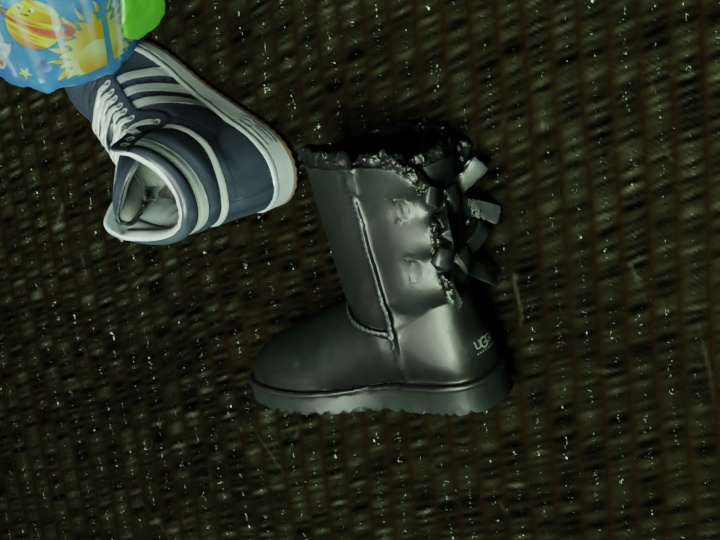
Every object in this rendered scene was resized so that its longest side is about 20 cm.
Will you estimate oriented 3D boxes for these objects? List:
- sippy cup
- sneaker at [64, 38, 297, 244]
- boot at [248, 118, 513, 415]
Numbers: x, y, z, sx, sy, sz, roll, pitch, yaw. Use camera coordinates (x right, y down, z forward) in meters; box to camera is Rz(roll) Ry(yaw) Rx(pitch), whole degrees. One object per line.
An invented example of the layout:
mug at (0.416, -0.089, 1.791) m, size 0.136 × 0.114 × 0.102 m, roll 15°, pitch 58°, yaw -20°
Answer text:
sippy cup at (-0.196, -0.189, 1.340) m, size 0.178 × 0.138 × 0.131 m, roll -106°, pitch 4°, yaw -56°
sneaker at (-0.145, -0.083, 1.349) m, size 0.199 × 0.108 × 0.071 m, roll 31°, pitch 130°, yaw 32°
boot at (-0.001, 0.000, 1.271) m, size 0.197 × 0.073 × 0.164 m, roll -1°, pitch 113°, yaw 39°
